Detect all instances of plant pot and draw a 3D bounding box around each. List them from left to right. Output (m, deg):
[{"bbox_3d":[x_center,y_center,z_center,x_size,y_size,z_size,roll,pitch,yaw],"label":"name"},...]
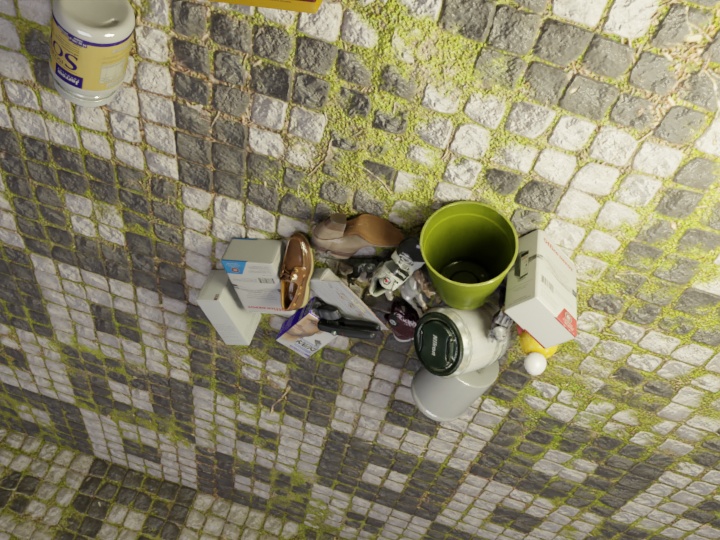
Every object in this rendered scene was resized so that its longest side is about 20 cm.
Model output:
[{"bbox_3d":[0.227,-0.013,1.570,0.199,0.201,0.193,11,154,10],"label":"plant pot"}]

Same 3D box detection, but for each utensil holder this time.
[{"bbox_3d":[0.246,0.278,1.910,0.169,0.171,0.200,23,139,-6],"label":"utensil holder"}]

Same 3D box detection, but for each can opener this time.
[{"bbox_3d":[-0.035,0.143,1.846,0.199,0.064,0.079,15,152,40],"label":"can opener"}]

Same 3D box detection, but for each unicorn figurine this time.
[{"bbox_3d":[0.120,0.051,1.741,0.138,0.074,0.200,53,142,12],"label":"unicorn figurine"}]

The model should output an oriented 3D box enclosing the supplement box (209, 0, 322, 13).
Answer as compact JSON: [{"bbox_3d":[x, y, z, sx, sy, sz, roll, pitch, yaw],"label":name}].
[{"bbox_3d":[-0.148,-0.532,1.127,0.196,0.133,0.201,10,141,11],"label":"supplement box"}]

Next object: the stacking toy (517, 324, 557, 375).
[{"bbox_3d":[0.411,0.155,1.664,0.145,0.201,0.147,11,142,9],"label":"stacking toy"}]

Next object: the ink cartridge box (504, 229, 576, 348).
[{"bbox_3d":[0.381,0.038,1.531,0.083,0.201,0.147,-29,122,37],"label":"ink cartridge box"}]

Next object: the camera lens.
[{"bbox_3d":[0.234,0.156,1.687,0.199,0.161,0.160,-8,164,-44],"label":"camera lens"}]

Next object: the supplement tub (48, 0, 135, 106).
[{"bbox_3d":[-0.516,-0.427,1.395,0.145,0.146,0.200,26,141,-9],"label":"supplement tub"}]

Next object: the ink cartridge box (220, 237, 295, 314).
[{"bbox_3d":[-0.248,0.017,1.864,0.145,0.085,0.201,3,140,18],"label":"ink cartridge box"}]

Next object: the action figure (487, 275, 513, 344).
[{"bbox_3d":[0.324,0.078,1.608,0.069,0.201,0.130,22,143,-6],"label":"action figure"}]

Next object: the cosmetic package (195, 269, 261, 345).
[{"bbox_3d":[-0.356,0.102,1.992,0.081,0.113,0.201,-2,136,24],"label":"cosmetic package"}]

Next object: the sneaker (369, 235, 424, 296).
[{"bbox_3d":[0.084,0.000,1.631,0.074,0.089,0.200,36,139,-5],"label":"sneaker"}]

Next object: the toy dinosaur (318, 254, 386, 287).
[{"bbox_3d":[0.000,0.000,1.779,0.199,0.048,0.088,8,137,18],"label":"toy dinosaur"}]

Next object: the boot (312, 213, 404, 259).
[{"bbox_3d":[-0.013,-0.070,1.689,0.199,0.071,0.146,18,151,-6],"label":"boot"}]

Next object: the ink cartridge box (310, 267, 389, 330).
[{"bbox_3d":[-0.030,0.069,1.827,0.173,0.044,0.200,1,143,52],"label":"ink cartridge box"}]

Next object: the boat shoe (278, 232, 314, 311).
[{"bbox_3d":[-0.160,0.008,1.779,0.072,0.067,0.201,19,116,28],"label":"boat shoe"}]

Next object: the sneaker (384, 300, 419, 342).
[{"bbox_3d":[0.141,0.120,1.839,0.199,0.076,0.116,-17,127,37],"label":"sneaker"}]

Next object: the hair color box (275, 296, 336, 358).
[{"bbox_3d":[-0.137,0.160,2.009,0.109,0.065,0.200,32,138,-16],"label":"hair color box"}]
